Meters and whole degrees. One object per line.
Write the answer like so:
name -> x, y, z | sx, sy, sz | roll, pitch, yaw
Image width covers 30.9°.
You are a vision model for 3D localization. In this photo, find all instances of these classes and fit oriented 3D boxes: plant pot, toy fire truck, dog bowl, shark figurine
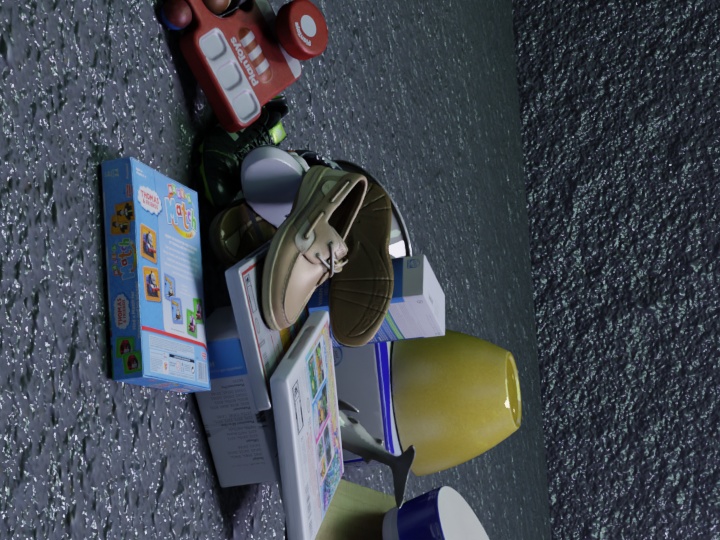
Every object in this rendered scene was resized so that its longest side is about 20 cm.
plant pot -> 0.135, 0.165, 1.728 | 0.200, 0.141, 0.202 | -8, 90, -75
toy fire truck -> -0.140, -0.271, 1.423 | 0.168, 0.112, 0.201 | -47, 117, -46
dog bowl -> 0.109, 0.368, 1.583 | 0.201, 0.078, 0.201 | 56, 15, -24
shark figurine -> -0.034, 0.205, 1.577 | 0.090, 0.214, 0.128 | -52, -179, -16

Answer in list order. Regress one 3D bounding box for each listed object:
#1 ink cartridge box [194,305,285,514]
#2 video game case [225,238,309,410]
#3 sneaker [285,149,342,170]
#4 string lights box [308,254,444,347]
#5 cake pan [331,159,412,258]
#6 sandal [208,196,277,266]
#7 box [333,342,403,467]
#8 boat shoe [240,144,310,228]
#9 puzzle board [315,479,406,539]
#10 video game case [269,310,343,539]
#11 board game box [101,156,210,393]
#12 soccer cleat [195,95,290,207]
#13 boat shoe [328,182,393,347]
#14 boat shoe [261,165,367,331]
ink cartridge box -> -0.116, 0.147, 1.368 | 0.116, 0.066, 0.202 | -56, 135, -69
video game case -> -0.089, 0.047, 1.360 | 0.200, 0.017, 0.144 | -45, 124, -73
sneaker -> -0.062, -0.063, 1.581 | 0.078, 0.111, 0.201 | -83, 158, -43
string lights box -> -0.006, 0.042, 1.565 | 0.103, 0.198, 0.059 | 60, 27, -54
cake pan -> -0.016, -0.039, 1.642 | 0.037, 0.199, 0.202 | -26, 111, -36
sandal -> -0.130, -0.040, 1.442 | 0.081, 0.054, 0.200 | 69, 20, -2
box -> 0.009, 0.164, 1.735 | 0.200, 0.104, 0.186 | 24, 58, -71
boat shoe -> -0.081, -0.095, 1.440 | 0.200, 0.070, 0.070 | 49, 26, -59
puzzle board -> -0.015, 0.332, 1.583 | 0.199, 0.017, 0.152 | 25, 55, -39
video game case -> -0.054, 0.168, 1.379 | 0.182, 0.023, 0.202 | -60, 147, -67
board game box -> -0.191, 0.009, 1.229 | 0.151, 0.036, 0.202 | 30, 54, -71
soccer cleat -> -0.128, -0.141, 1.446 | 0.201, 0.080, 0.068 | -77, 153, -53
boat shoe -> 0.000, 0.000, 1.486 | 0.065, 0.073, 0.201 | 116, -15, -64
boat shoe -> -0.047, -0.026, 1.340 | 0.071, 0.064, 0.201 | 68, 35, -53
